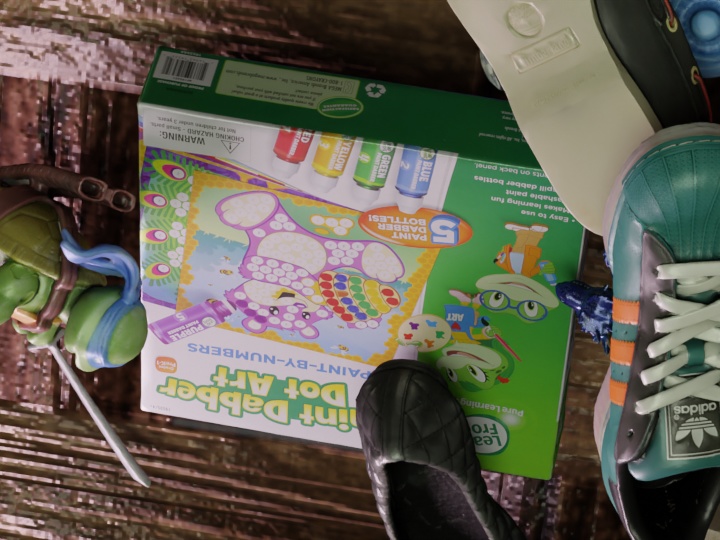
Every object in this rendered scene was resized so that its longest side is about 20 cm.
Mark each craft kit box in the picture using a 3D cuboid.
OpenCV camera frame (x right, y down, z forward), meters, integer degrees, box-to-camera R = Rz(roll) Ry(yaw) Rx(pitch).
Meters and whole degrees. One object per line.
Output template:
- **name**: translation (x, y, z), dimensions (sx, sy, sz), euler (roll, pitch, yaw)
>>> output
- **craft kit box**: translation (0.000, 0.000, 1.295), dimensions (0.200, 0.049, 0.198), euler (9, 138, 6)

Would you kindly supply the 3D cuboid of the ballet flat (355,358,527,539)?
- **ballet flat**: translation (0.034, 0.118, 1.335), dimensions (0.066, 0.057, 0.200), euler (-2, 140, 20)

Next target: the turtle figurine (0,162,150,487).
- **turtle figurine**: translation (-0.193, 0.018, 1.303), dimensions (0.194, 0.144, 0.200), euler (40, 143, 19)

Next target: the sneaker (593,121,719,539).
- **sneaker**: translation (0.134, 0.035, 1.156), dimensions (0.071, 0.080, 0.200), euler (-4, 132, -5)

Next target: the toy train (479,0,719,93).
- **toy train**: translation (0.139, -0.140, 1.230), dimensions (0.200, 0.087, 0.114), euler (-16, 96, 12)

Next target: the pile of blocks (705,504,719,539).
- **pile of blocks**: translation (0.167, 0.144, 1.330), dimensions (0.082, 0.062, 0.200), euler (46, 123, 3)

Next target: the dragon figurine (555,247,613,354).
- **dragon figurine**: translation (0.169, 0.041, 1.256), dimensions (0.200, 0.099, 0.059), euler (41, 119, -7)

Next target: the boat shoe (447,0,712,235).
- **boat shoe**: translation (0.082, -0.114, 1.164), dimensions (0.074, 0.063, 0.202), euler (-15, 109, 33)
